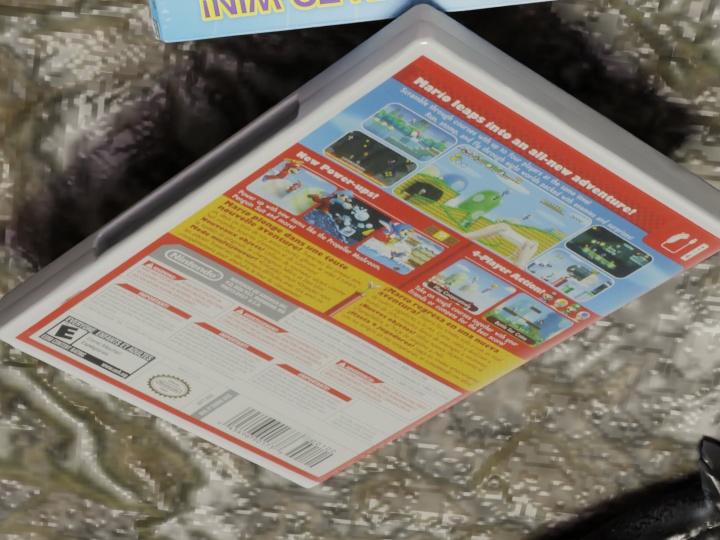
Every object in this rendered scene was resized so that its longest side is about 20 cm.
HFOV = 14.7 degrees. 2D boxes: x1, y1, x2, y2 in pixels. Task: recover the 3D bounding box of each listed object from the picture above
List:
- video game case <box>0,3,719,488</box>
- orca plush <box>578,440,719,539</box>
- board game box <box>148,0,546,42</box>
[{"bbox_3d":[0.000,0.000,0.896,0.143,0.017,0.200,29,134,-34],"label":"video game case"},{"bbox_3d":[0.083,0.153,1.022,0.200,0.071,0.105,-31,123,23],"label":"orca plush"},{"bbox_3d":[0.025,-0.167,0.770,0.200,0.056,0.196,-5,129,5],"label":"board game box"}]
